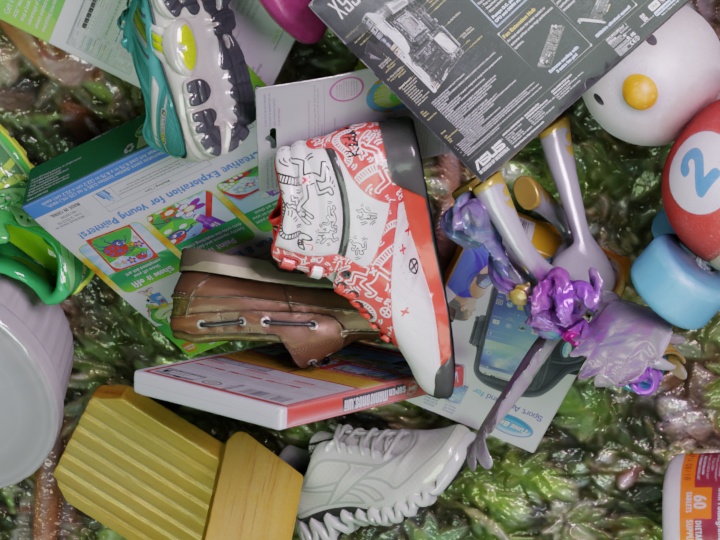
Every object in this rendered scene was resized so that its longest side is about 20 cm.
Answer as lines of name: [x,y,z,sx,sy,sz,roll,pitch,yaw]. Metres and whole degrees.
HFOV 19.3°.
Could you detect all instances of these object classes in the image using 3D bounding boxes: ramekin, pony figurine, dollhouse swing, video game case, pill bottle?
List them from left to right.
ramekin: [-0.313,0.066,1.637,0.201,0.095,0.204,7,128,9]
dollhouse swing: [-0.163,0.222,1.660,0.175,0.183,0.200,20,141,-11]
video game case: [-0.041,0.076,1.494,0.142,0.199,0.018,11,103,40]
pony figurine: [0.135,0.021,1.402,0.166,0.193,0.201,-27,97,40]
pill bottle: [0.326,0.188,1.555,0.198,0.110,0.110,-2,126,16]

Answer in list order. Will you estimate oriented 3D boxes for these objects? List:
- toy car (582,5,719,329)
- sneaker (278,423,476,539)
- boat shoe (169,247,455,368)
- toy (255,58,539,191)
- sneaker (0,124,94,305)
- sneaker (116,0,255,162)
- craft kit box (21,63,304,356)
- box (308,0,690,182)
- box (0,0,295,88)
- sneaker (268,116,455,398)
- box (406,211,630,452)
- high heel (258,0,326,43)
toy car: [0.201,-0.105,1.342,0.200,0.177,0.185,38,116,0]
sneaker: [0.006,0.152,1.627,0.199,0.075,0.081,-25,102,41]
boat shoe: [-0.035,0.036,1.488,0.198,0.072,0.069,10,83,4]
toy: [0.025,-0.118,1.406,0.198,0.047,0.115,-9,147,-7]
sneaker: [-0.274,-0.052,1.545,0.200,0.084,0.074,39,126,-14]
sneaker: [-0.129,-0.168,1.369,0.079,0.077,0.202,3,105,40]
craft kit box: [-0.103,-0.036,1.511,0.199,0.049,0.198,-22,130,27]
box: [0.090,-0.174,1.278,0.158,0.050,0.200,44,120,-8]
box: [-0.136,-0.191,1.438,0.199,0.036,0.145,26,128,-7]
sneaker: [0.000,-0.001,1.409,0.107,0.067,0.203,-10,116,3]
box: [0.104,0.051,1.554,0.118,0.042,0.201,22,126,-2]
high heel: [-0.039,-0.246,1.333,0.095,0.067,0.202,-13,98,33]
